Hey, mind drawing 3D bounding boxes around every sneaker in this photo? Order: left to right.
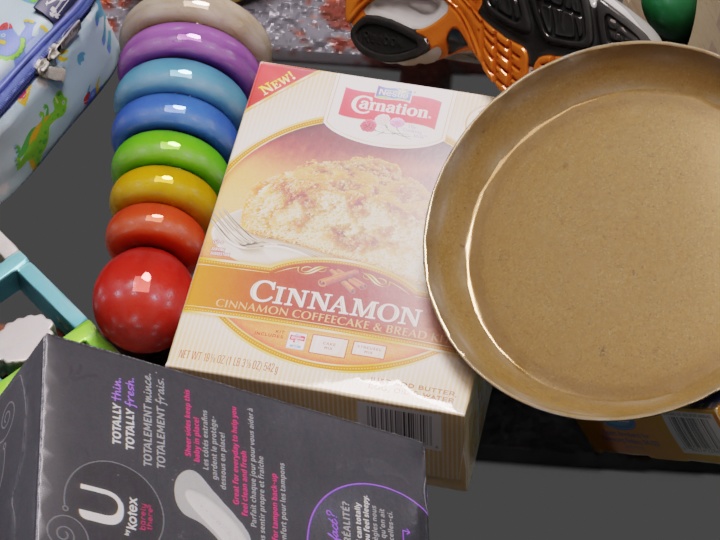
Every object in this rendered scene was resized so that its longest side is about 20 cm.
[{"bbox_3d":[0.091,-0.134,1.534,0.199,0.076,0.092,22,23,38],"label":"sneaker"}]

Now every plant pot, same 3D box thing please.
[{"bbox_3d":[0.129,-0.016,1.415,0.199,0.028,0.201,-7,64,14],"label":"plant pot"}]

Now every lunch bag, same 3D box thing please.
[{"bbox_3d":[-0.243,-0.121,1.581,0.199,0.083,0.161,22,58,27],"label":"lunch bag"}]

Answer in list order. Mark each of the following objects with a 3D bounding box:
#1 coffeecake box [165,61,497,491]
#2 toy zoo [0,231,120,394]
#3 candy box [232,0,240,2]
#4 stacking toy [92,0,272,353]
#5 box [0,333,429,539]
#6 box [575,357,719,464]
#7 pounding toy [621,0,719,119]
[{"bbox_3d":[0.000,0.000,1.496,0.152,0.073,0.201,9,54,9],"label":"coffeecake box"},{"bbox_3d":[-0.222,0.034,1.514,0.131,0.021,0.200,-36,60,-21],"label":"toy zoo"},{"bbox_3d":[-0.102,-0.241,1.688,0.115,0.055,0.201,-20,56,-12],"label":"candy box"},{"bbox_3d":[-0.102,-0.047,1.529,0.085,0.086,0.201,5,55,7],"label":"stacking toy"},{"bbox_3d":[-0.077,0.128,1.335,0.199,0.106,0.123,18,48,-24],"label":"box"},{"bbox_3d":[0.205,0.016,1.457,0.200,0.042,0.119,-46,24,-25],"label":"box"},{"bbox_3d":[0.209,-0.124,1.538,0.198,0.143,0.185,3,36,-13],"label":"pounding toy"}]
